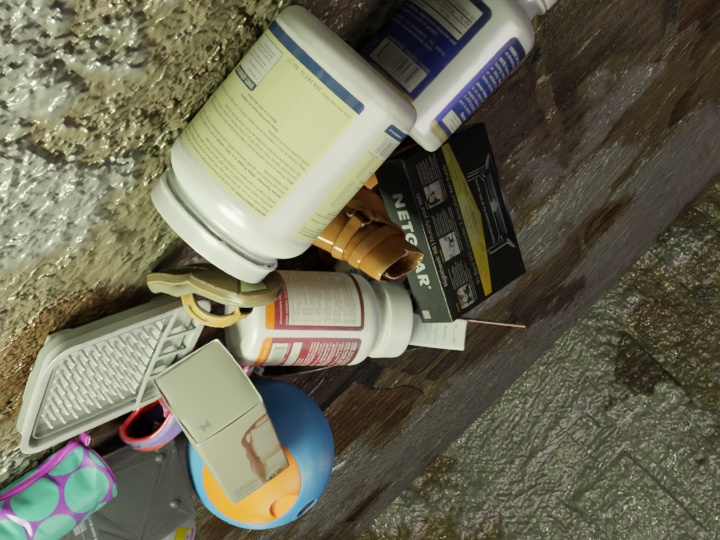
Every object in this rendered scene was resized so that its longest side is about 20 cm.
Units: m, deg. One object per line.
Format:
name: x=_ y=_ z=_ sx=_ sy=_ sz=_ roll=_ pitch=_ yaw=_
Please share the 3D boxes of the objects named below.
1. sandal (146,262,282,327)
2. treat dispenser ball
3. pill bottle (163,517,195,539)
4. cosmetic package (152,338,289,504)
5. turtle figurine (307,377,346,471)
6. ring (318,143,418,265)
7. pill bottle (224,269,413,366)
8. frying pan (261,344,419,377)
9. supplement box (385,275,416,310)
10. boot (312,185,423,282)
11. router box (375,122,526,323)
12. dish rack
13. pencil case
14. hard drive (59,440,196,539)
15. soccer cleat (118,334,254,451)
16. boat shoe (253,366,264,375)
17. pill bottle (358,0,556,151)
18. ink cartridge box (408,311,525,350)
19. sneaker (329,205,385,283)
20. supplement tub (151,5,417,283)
sandal: x=-0.137 y=0.025 z=0.894 sx=0.080 sy=0.054 sz=0.200 roll=-10 pitch=-172 yaw=-37
treat dispenser ball: x=-0.136 y=0.247 z=1.297 sx=0.201 sy=0.201 sz=0.201 roll=-38 pitch=160 yaw=-17
pill bottle: x=-0.308 y=0.353 z=1.316 sx=0.104 sy=0.104 sz=0.200 roll=-43 pitch=160 yaw=-3
cosmetic package: x=-0.155 y=0.178 z=1.098 sx=0.087 sy=0.103 sz=0.200 roll=-33 pitch=153 yaw=-14
turtle figurine: x=-0.124 y=0.306 z=1.527 sx=0.200 sy=0.144 sz=0.194 roll=-23 pitch=155 yaw=-38
ring: x=0.021 y=-0.085 z=1.202 sx=0.200 sy=0.019 sz=0.200 roll=-38 pitch=159 yaw=-18
pill bottle: x=-0.048 y=0.055 z=1.106 sx=0.200 sy=0.110 sz=0.110 roll=3 pitch=137 yaw=-26
frying pan: x=-0.032 y=0.105 z=1.178 sx=0.190 sy=0.031 sz=0.115 roll=-10 pitch=-177 yaw=18
supplement box: x=0.073 y=-0.006 z=1.288 sx=0.109 sy=0.061 sz=0.200 roll=-56 pitch=179 yaw=0
boot: x=-0.034 y=-0.042 z=0.976 sx=0.200 sy=0.155 sz=0.074 roll=-23 pitch=152 yaw=-46
router box: x=0.111 y=-0.058 z=1.141 sx=0.052 sy=0.200 sz=0.157 roll=-4 pitch=-161 yaw=47
dish rack: x=-0.259 y=0.096 z=0.983 sx=0.200 sy=0.044 sz=0.172 roll=-23 pitch=152 yaw=-46
pencil case: x=-0.370 y=0.265 z=1.044 sx=0.200 sy=0.085 sz=0.093 roll=-33 pitch=122 yaw=-31
hard drive: x=-0.307 y=0.290 z=1.174 sx=0.200 sy=0.135 sz=0.042 roll=-25 pitch=-165 yaw=-39
soccer cleat: x=-0.205 y=0.145 z=1.156 sx=0.200 sy=0.067 sz=0.076 roll=-40 pitch=165 yaw=0
boat shoe: x=-0.061 y=0.084 z=1.301 sx=0.200 sy=0.071 sz=0.091 roll=-16 pitch=150 yaw=-50
pill bottle: x=0.095 y=-0.224 z=0.915 sx=0.200 sy=0.120 sz=0.120 roll=-46 pitch=160 yaw=6
ink cartridge box: x=0.093 y=0.077 z=1.266 sx=0.200 sy=0.173 sz=0.044 roll=-177 pitch=-85 yaw=-70
sneaker: x=0.000 y=0.000 z=1.184 sx=0.072 sy=0.072 sz=0.200 roll=-59 pitch=175 yaw=-45
supplement tub: x=-0.066 y=-0.103 z=0.805 sx=0.200 sy=0.145 sz=0.145 roll=-48 pitch=160 yaw=11
